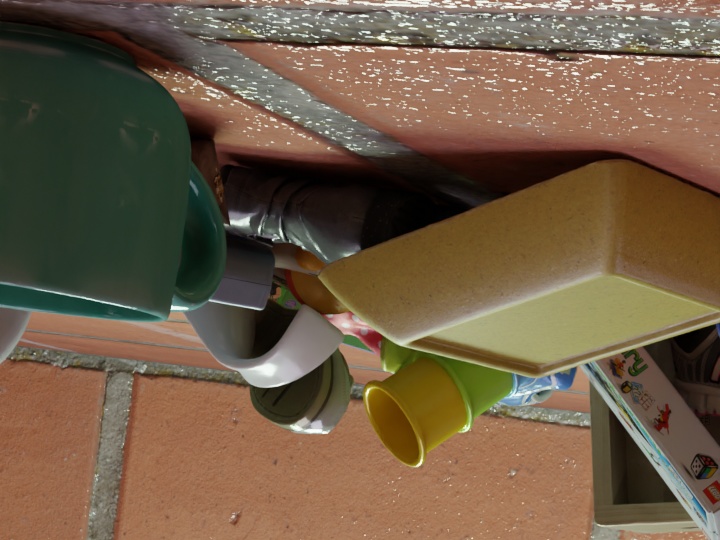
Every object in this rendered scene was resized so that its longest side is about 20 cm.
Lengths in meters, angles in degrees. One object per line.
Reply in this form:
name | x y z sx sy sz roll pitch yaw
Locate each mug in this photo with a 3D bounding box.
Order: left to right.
mug | -0.148 -0.043 0.895 0.150 0.116 0.185 6 174 10

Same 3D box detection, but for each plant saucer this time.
plant saucer | 0.112 0.010 1.075 0.199 0.049 0.199 -21 157 35

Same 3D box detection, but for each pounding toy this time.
pounding toy | 0.287 0.123 1.452 0.198 0.186 0.142 -7 168 28

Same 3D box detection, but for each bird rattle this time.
bird rattle | 0.000 0.000 1.358 0.162 0.114 0.200 24 180 -26

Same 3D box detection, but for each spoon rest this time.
spoon rest | -0.089 0.032 1.321 0.099 0.061 0.199 39 170 -33

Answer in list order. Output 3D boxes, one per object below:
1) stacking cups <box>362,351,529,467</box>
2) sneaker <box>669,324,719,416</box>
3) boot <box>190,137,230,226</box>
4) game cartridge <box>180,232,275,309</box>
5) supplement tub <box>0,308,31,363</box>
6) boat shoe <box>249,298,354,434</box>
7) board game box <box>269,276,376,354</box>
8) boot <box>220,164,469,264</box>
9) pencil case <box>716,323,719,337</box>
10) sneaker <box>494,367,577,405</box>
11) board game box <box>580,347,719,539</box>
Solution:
stacking cups | 0.098 0.048 1.231 0.199 0.061 0.060 -30 -170 -22
sneaker | 0.270 0.047 1.295 0.073 0.088 0.199 -21 -172 -30
boot | -0.162 -0.057 1.011 0.198 0.065 0.186 11 -173 -2
game cartridge | -0.133 -0.021 1.245 0.132 0.041 0.200 15 -173 -27
supplement tub | -0.313 0.002 1.331 0.144 0.147 0.200 11 178 -28
boat shoe | -0.038 0.070 1.365 0.068 0.075 0.200 36 -176 -22
board game box | -0.032 0.030 1.568 0.199 0.029 0.134 20 -175 -43
boot | -0.006 -0.023 1.193 0.130 0.070 0.200 12 169 22
pencil case | 0.292 0.030 1.129 0.078 0.087 0.199 39 156 -32
sneaker | 0.102 0.072 1.431 0.076 0.076 0.200 21 174 -4
board game box | 0.195 0.092 1.347 0.034 0.201 0.126 -35 158 -1
